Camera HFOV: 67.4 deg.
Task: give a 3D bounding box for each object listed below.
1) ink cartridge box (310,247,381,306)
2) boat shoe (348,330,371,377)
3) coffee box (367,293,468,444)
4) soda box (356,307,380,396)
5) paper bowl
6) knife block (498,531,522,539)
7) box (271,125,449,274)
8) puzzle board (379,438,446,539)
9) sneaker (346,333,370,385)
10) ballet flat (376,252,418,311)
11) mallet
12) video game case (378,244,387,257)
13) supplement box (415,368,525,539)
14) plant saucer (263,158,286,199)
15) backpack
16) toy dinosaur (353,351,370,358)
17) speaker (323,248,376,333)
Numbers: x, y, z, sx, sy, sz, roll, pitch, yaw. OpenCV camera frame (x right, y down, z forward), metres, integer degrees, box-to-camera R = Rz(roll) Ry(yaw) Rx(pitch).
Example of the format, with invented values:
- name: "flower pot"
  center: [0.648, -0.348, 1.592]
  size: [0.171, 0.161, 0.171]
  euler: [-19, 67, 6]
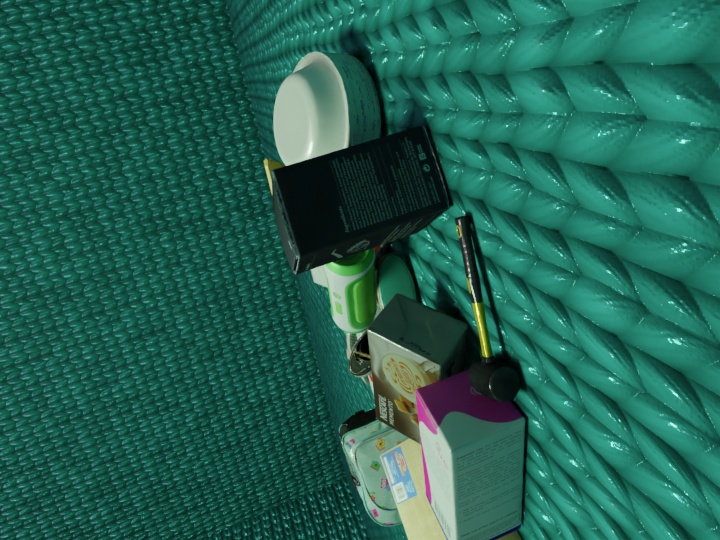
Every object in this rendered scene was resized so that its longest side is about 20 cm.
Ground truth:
- name: "ink cartridge box"
  center: [0.000, 0.000, 0.968]
  size: [0.195, 0.051, 0.111]
  euler: [19, 145, 20]
- name: "boat shoe"
  center: [0.016, 0.152, 1.053]
  size: [0.070, 0.056, 0.201]
  euler: [56, 138, 20]
- name: "coffee box"
  center: [0.080, 0.147, 0.755]
  size: [0.112, 0.080, 0.204]
  euler: [24, 139, 28]
- name: "soda box"
  center: [0.036, 0.170, 1.145]
  size: [0.068, 0.062, 0.207]
  euler: [158, 96, -78]
- name: "paper bowl"
  center: [-0.064, -0.225, 0.828]
  size: [0.198, 0.102, 0.208]
  euler: [19, 113, 53]
- name: "knife block"
  center: [0.216, 0.421, 0.681]
  size: [0.202, 0.170, 0.065]
  euler: [-56, -30, -42]
- name: "box"
  center: [-0.009, -0.082, 0.681]
  size: [0.148, 0.194, 0.108]
  euler: [142, 109, -77]
- name: "puzzle board"
  center: [0.123, 0.368, 0.875]
  size: [0.017, 0.149, 0.205]
  euler: [17, -136, -52]
- name: "sneaker"
  center: [-0.005, 0.175, 1.313]
  size: [0.105, 0.073, 0.205]
  euler: [45, 154, 56]
- name: "ballet flat"
  center: [0.072, 0.074, 0.872]
  size: [0.072, 0.066, 0.206]
  euler: [106, 143, -87]
- name: "mallet"
  center: [0.134, 0.043, 0.590]
  size: [0.066, 0.040, 0.207]
  euler: [-152, 51, -75]
- name: "video game case"
  center: [-0.023, -0.107, 0.986]
  size: [0.201, 0.017, 0.143]
  euler: [50, 165, 11]
- name: "supplement box"
  center: [0.136, 0.238, 0.675]
  size: [0.102, 0.100, 0.205]
  euler: [-123, 19, -55]
- name: "plant saucer"
  center: [-0.137, -0.116, 1.039]
  size: [0.200, 0.047, 0.207]
  euler: [-141, 37, -75]
- name: "backpack"
  center: [0.064, 0.369, 1.020]
  size: [0.153, 0.171, 0.206]
  euler: [-153, 43, -79]
- name: "toy dinosaur"
  center: [0.082, 0.199, 0.898]
  size: [0.199, 0.060, 0.107]
  euler: [41, 167, 34]
- name: "speaker"
  center: [-0.015, 0.022, 0.872]
  size: [0.202, 0.086, 0.090]
  euler: [86, 163, -56]
